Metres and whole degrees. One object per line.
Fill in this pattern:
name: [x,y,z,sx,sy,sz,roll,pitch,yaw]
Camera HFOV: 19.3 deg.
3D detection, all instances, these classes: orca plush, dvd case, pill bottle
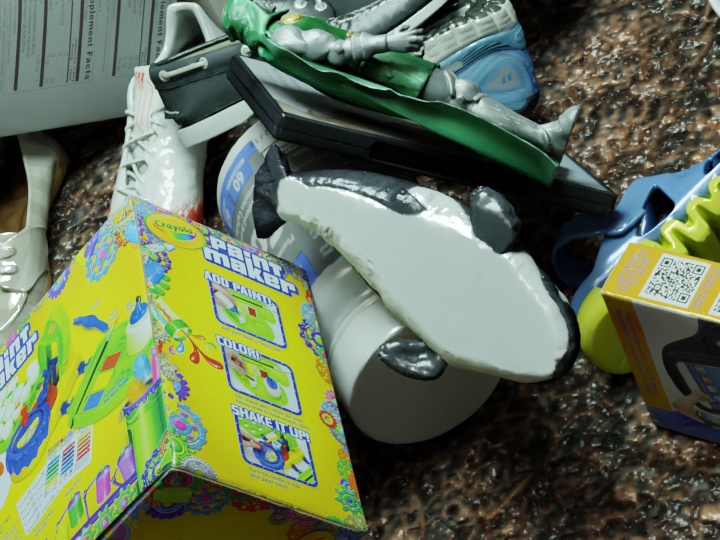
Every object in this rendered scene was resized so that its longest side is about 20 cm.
orca plush: [0.036,0.001,1.116,0.200,0.071,0.105,15,97,26]
dvd case: [0.032,-0.077,1.195,0.200,0.018,0.143,13,14,-18]
pill bottle: [0.000,0.000,1.220,0.114,0.114,0.200,-30,45,-2]

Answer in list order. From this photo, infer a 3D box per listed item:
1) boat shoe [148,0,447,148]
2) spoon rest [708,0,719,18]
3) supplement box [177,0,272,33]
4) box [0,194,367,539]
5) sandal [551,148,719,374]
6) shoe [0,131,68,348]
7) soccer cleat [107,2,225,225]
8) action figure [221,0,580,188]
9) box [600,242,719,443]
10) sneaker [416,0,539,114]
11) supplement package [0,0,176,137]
boat shoe: [-0.040,-0.142,1.300,0.200,0.060,0.076,-27,10,14]
spoon rest: [0.241,-0.210,1.334,0.099,0.061,0.200,-32,44,-4]
supplement box: [-0.095,-0.265,1.437,0.126,0.200,0.074,-42,47,-15]
box: [-0.118,0.106,1.114,0.200,0.122,0.193,-46,38,29]
sandal: [0.183,-0.033,1.195,0.200,0.080,0.087,-36,42,-11]
shoe: [-0.238,-0.023,1.392,0.070,0.053,0.200,-11,47,16]
soccer cleat: [-0.128,-0.087,1.376,0.069,0.085,0.200,0,51,25]
action figure: [0.018,-0.104,1.135,0.200,0.118,0.055,20,94,4]
box: [0.227,0.056,1.063,0.200,0.119,0.041,17,60,35]
sneaker: [0.023,-0.093,1.316,0.200,0.090,0.078,-22,17,33]
supplement package: [-0.235,-0.161,1.410,0.200,0.110,0.114,-13,33,-39]
